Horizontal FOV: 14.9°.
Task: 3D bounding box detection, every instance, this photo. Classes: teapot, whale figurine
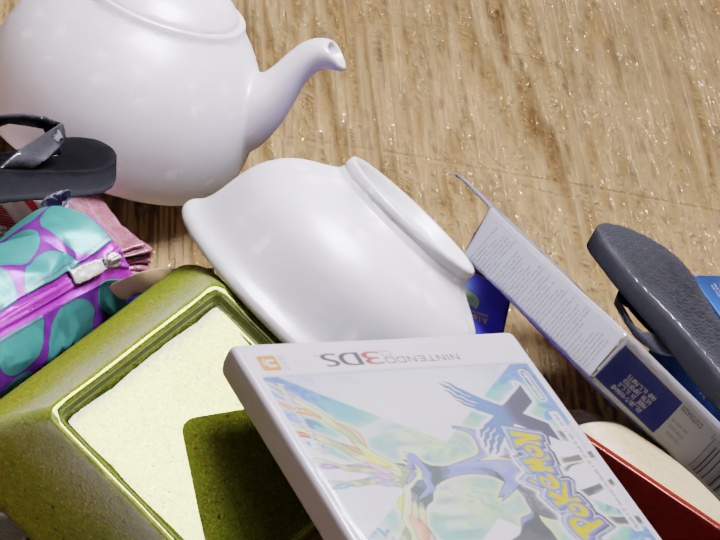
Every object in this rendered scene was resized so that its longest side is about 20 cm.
[{"bbox_3d":[-0.148,-0.145,1.800,0.199,0.147,0.197,4,27,-37],"label":"teapot"},{"bbox_3d":[0.151,0.150,1.685,0.159,0.104,0.200,34,8,-13],"label":"whale figurine"}]

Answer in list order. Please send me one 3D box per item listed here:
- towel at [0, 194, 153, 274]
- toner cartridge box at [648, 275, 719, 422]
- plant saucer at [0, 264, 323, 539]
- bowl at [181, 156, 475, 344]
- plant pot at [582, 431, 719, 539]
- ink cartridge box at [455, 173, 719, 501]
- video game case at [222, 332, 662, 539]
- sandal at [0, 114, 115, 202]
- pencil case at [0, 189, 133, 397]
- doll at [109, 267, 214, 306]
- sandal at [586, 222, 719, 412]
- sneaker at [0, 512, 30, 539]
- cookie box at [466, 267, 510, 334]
[{"bbox_3d":[-0.239,-0.044,1.693,0.199,0.023,0.144,9,18,-31],"label":"towel"},{"bbox_3d":[0.259,0.103,1.805,0.043,0.095,0.200,0,40,-32],"label":"toner cartridge box"},{"bbox_3d":[-0.078,0.099,1.443,0.200,0.048,0.200,44,50,9],"label":"plant saucer"},{"bbox_3d":[0.000,0.000,1.559,0.201,0.090,0.201,42,8,-7],"label":"bowl"},{"bbox_3d":[0.099,0.227,1.445,0.199,0.177,0.200,34,33,16],"label":"plant pot"},{"bbox_3d":[0.148,0.045,1.764,0.196,0.043,0.200,41,3,-45],"label":"ink cartridge box"},{"bbox_3d":[0.048,0.105,1.405,0.181,0.022,0.200,-2,40,-33],"label":"video game case"},{"bbox_3d":[-0.208,-0.067,1.628,0.076,0.043,0.200,9,10,27],"label":"sandal"},{"bbox_3d":[-0.207,0.031,1.526,0.085,0.092,0.200,62,36,-7],"label":"pencil case"},{"bbox_3d":[-0.093,0.100,1.542,0.136,0.048,0.201,2,72,-62],"label":"doll"},{"bbox_3d":[0.200,0.039,1.786,0.076,0.043,0.200,13,32,-40],"label":"sandal"},{"bbox_3d":[-0.131,0.161,1.466,0.199,0.088,0.076,23,34,-2],"label":"sneaker"},{"bbox_3d":[-0.005,0.047,1.719,0.170,0.075,0.200,25,32,-4],"label":"cookie box"}]
